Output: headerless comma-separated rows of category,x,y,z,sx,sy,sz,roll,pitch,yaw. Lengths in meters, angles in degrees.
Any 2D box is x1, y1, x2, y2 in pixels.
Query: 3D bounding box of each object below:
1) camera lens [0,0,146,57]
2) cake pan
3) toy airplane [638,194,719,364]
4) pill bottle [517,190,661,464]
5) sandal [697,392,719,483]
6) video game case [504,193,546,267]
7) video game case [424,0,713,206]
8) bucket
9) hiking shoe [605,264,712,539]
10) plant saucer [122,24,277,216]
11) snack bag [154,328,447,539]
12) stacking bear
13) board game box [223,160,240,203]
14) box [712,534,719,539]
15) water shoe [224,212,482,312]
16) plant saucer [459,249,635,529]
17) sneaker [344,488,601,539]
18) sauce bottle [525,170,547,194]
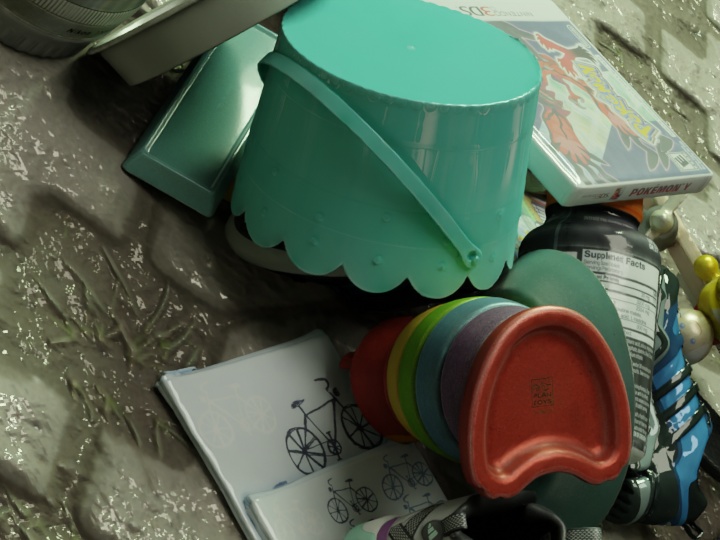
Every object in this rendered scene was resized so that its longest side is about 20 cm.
camera lens,-0.176,-0.257,1.438,0.160,0.200,0.160,31,37,-27
cake pan,-0.090,-0.181,1.480,0.037,0.200,0.200,62,31,-10
toy airplane,0.282,0.035,1.723,0.141,0.200,0.200,-26,38,-29
pill bottle,0.161,0.034,1.573,0.106,0.106,0.201,19,70,-38
sandal,0.222,0.100,1.712,0.200,0.048,0.075,45,28,17
video game case,0.131,-0.020,1.699,0.200,0.017,0.143,21,29,-42
video game case,0.142,-0.126,1.583,0.182,0.023,0.200,-7,51,-50
bucket,0.020,-0.089,1.448,0.206,0.135,0.207,9,28,-5
hiking shoe,0.221,0.096,1.636,0.086,0.074,0.201,14,75,-29
plant saucer,-0.098,-0.116,1.527,0.070,0.019,0.200,29,42,-3
snack bag,-0.022,0.130,1.404,0.188,0.021,0.200,-15,69,-54
stacking bear,0.063,0.072,1.389,0.121,0.200,0.114,-5,94,-31
board game box,-0.019,-0.051,1.586,0.200,0.030,0.096,30,38,-33
box,0.335,0.280,1.642,0.200,0.064,0.070,54,33,5
water shoe,0.000,0.000,1.517,0.199,0.079,0.072,5,42,-16
plant saucer,0.110,0.086,1.455,0.036,0.200,0.201,1,55,-30
sneaker,0.100,0.183,1.358,0.200,0.140,0.078,16,57,-48
sauce bottle,0.186,-0.098,1.838,0.065,0.065,0.200,58,25,12
